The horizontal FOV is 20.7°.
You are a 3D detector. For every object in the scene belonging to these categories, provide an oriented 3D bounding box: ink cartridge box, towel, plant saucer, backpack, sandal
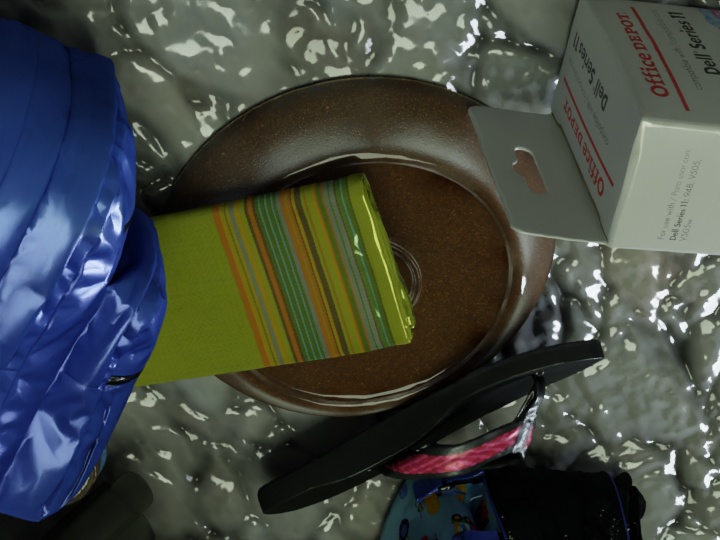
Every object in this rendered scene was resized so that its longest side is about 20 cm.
[{"bbox_3d":[0.158,-0.064,0.879,0.200,0.117,0.067,3,124,-13],"label":"ink cartridge box"},{"bbox_3d":[-0.079,0.009,0.923,0.200,0.018,0.086,-10,115,16],"label":"towel"},{"bbox_3d":[0.000,0.000,0.955,0.200,0.032,0.201,-4,127,-6],"label":"plant saucer"},{"bbox_3d":[0.082,0.219,1.023,0.134,0.200,0.183,10,125,-16],"label":"backpack"},{"bbox_3d":[-0.165,-0.008,0.843,0.168,0.163,0.200,16,111,-21],"label":"backpack"},{"bbox_3d":[0.041,0.090,1.001,0.200,0.045,0.075,-29,163,18],"label":"sandal"}]

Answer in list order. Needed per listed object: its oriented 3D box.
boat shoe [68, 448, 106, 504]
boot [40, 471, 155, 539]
[{"bbox_3d":[-0.217,0.084,0.951,0.200,0.072,0.072,18,121,-21],"label":"boat shoe"},{"bbox_3d":[-0.166,0.191,1.043,0.077,0.138,0.200,44,154,5],"label":"boot"}]
